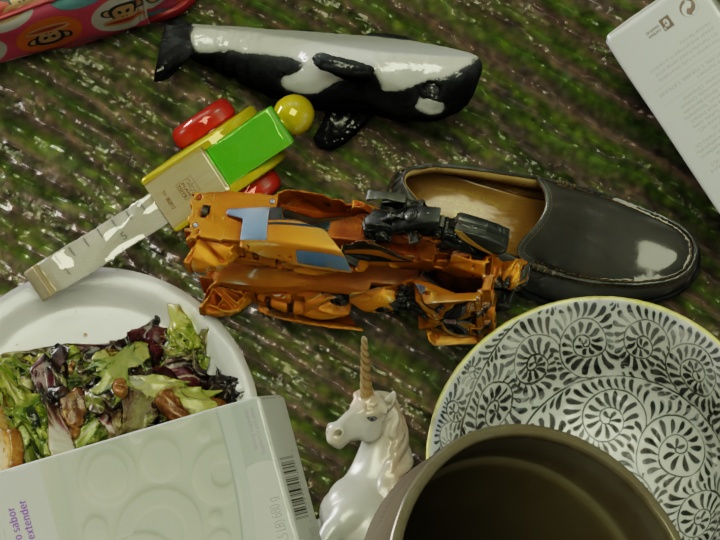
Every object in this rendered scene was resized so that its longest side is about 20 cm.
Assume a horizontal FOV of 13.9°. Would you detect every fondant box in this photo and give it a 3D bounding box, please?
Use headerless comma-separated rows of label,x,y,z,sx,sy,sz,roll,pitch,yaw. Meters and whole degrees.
fondant box,-0.123,0.167,1.681,0.199,0.058,0.145,-17,85,13

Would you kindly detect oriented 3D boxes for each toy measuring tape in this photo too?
toy measuring tape,-0.113,-0.046,1.785,0.199,0.074,0.074,-33,75,4

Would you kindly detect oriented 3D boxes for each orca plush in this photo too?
orca plush,-0.028,-0.107,1.807,0.199,0.105,0.072,3,103,-3

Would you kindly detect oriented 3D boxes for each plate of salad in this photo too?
plate of salad,-0.159,0.091,1.752,0.199,0.048,0.201,0,72,-1

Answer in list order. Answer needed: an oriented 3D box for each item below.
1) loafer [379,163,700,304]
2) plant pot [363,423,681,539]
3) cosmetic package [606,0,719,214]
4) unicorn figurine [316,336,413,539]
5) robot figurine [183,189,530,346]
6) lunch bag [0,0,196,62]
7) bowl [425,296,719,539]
loafer,0.109,-0.022,1.779,0.199,0.072,0.073,7,71,0
plant pot,0.054,0.201,1.567,0.199,0.173,0.201,14,63,-29
cosmetic package,0.236,-0.070,1.775,0.074,0.102,0.201,-34,74,11
unicorn figurine,0.005,0.162,1.727,0.137,0.074,0.200,-39,93,-13
robot figurine,0.000,0.000,1.737,0.199,0.145,0.059,7,69,8
lunch bag,-0.206,-0.228,1.834,0.199,0.082,0.177,-15,73,-5
bowl,0.139,0.125,1.716,0.199,0.094,0.202,-2,66,4
